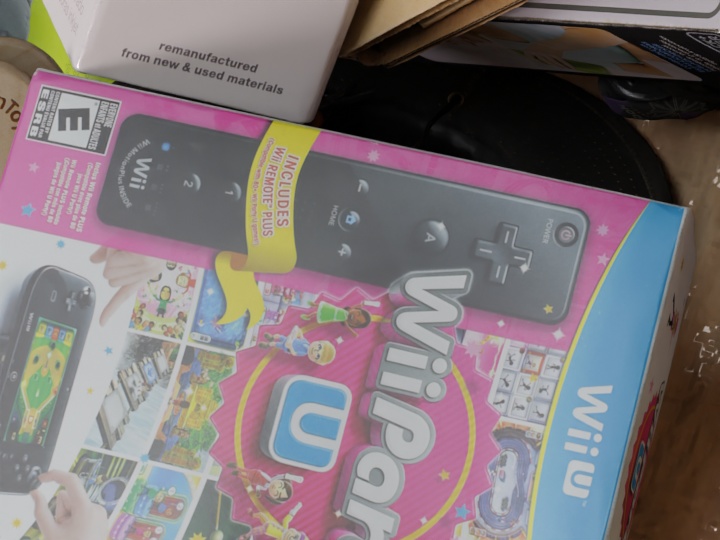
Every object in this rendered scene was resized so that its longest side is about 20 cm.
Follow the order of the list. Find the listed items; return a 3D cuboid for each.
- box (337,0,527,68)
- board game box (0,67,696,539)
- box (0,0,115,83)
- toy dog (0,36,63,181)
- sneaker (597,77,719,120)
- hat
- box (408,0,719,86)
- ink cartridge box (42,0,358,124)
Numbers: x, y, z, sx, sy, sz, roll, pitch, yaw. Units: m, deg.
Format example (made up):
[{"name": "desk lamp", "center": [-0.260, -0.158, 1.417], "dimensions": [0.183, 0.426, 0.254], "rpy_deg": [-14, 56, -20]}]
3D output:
[{"name": "box", "center": [0.051, -0.176, 0.876], "dimensions": [0.163, 0.021, 0.201], "rpy_deg": [-22, 59, 52]}, {"name": "board game box", "center": [-0.015, 0.035, 0.856], "dimensions": [0.199, 0.064, 0.148], "rpy_deg": [13, 77, 11]}, {"name": "box", "center": [-0.131, -0.092, 1.103], "dimensions": [0.200, 0.047, 0.122], "rpy_deg": [51, 136, 34]}, {"name": "toy dog", "center": [-0.161, 0.005, 0.948], "dimensions": [0.096, 0.132, 0.201], "rpy_deg": [19, 74, -4]}, {"name": "sneaker", "center": [0.124, -0.076, 0.943], "dimensions": [0.200, 0.076, 0.088], "rpy_deg": [37, 100, 47]}, {"name": "hat", "center": [0.000, 0.000, 0.979], "dimensions": [0.201, 0.200, 0.081], "rpy_deg": [44, 141, 36]}, {"name": "box", "center": [0.070, -0.123, 0.917], "dimensions": [0.199, 0.060, 0.117], "rpy_deg": [8, 80, 47]}, {"name": "ink cartridge box", "center": [-0.034, -0.170, 0.902], "dimensions": [0.201, 0.084, 0.145], "rpy_deg": [-68, 26, 22]}]
